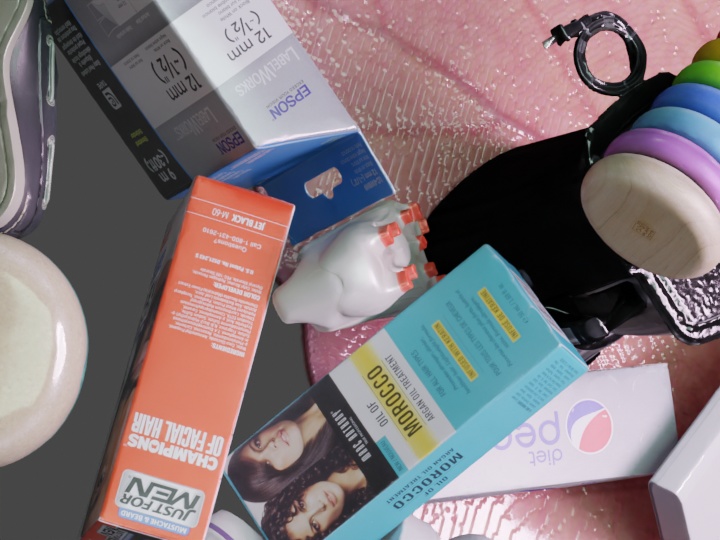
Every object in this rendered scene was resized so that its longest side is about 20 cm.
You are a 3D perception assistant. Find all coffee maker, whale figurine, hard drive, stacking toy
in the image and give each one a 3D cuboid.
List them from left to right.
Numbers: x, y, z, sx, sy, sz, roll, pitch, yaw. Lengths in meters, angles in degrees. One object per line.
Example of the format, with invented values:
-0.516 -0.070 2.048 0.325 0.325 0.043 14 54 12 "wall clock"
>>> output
-0.246 0.036 1.533 0.199 0.104 0.160 11 85 0 "whale figurine"
0.135 -0.041 1.661 0.134 0.200 0.193 -12 87 -29 "coffee maker"
0.202 -0.093 1.549 0.085 0.085 0.200 43 62 -14 "stacking toy"
0.249 0.098 1.750 0.200 0.027 0.132 -50 146 -24 "hard drive"

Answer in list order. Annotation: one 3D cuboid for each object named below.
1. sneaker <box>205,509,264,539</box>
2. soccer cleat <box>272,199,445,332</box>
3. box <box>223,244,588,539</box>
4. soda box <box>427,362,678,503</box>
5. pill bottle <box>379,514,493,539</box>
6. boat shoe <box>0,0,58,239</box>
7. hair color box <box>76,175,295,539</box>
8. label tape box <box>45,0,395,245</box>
-0.069 0.243 1.589 0.114 0.073 0.201 -26 92 -22 "sneaker"
0.000 0.000 1.619 0.077 0.200 0.070 -21 88 11 "soccer cleat"
0.023 0.082 1.586 0.200 0.049 0.082 -40 61 7 "box"
0.090 0.099 1.692 0.199 0.063 0.069 -5 84 -27 "soda box"
0.077 0.223 1.639 0.200 0.111 0.111 35 68 -17 "pill bottle"
-0.205 -0.113 1.598 0.063 0.072 0.201 31 54 -65 "boat shoe"
-0.099 0.060 1.576 0.064 0.111 0.201 16 74 -8 "hair color box"
-0.084 -0.097 1.591 0.066 0.143 0.200 -36 95 -26 "label tape box"
